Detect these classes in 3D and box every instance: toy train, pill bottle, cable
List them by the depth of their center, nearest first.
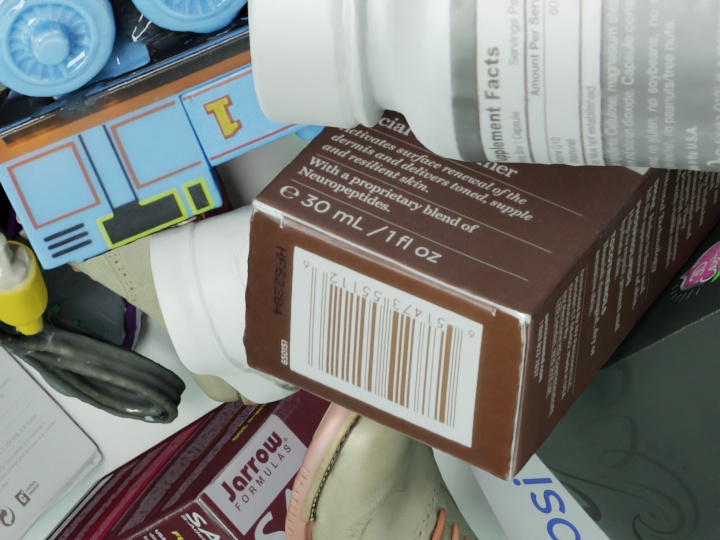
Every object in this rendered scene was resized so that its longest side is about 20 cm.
[{"bbox_3d":[0.071,-0.087,0.860,0.199,0.114,0.114,3,130,8],"label":"pill bottle"},{"bbox_3d":[-0.050,-0.086,0.999,0.199,0.087,0.115,-23,122,1],"label":"toy train"},{"bbox_3d":[-0.144,0.028,1.162,0.097,0.051,0.200,-3,152,20],"label":"cable"}]

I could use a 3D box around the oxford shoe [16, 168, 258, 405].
[{"bbox_3d":[-0.093,-0.022,1.142,0.074,0.071,0.201,-20,122,8],"label":"oxford shoe"}]

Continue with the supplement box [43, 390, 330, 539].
[{"bbox_3d":[-0.074,0.113,1.239,0.061,0.109,0.200,48,140,-8],"label":"supplement box"}]

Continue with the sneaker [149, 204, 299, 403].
[{"bbox_3d":[0.000,0.000,1.078,0.115,0.200,0.074,-17,88,8],"label":"sneaker"}]

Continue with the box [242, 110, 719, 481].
[{"bbox_3d":[0.056,-0.032,0.940,0.100,0.200,0.075,22,133,21],"label":"box"}]

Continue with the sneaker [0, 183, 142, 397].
[{"bbox_3d":[-0.145,-0.014,1.200,0.074,0.088,0.201,18,134,25],"label":"sneaker"}]

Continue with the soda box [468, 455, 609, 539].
[{"bbox_3d":[0.105,0.101,1.117,0.063,0.068,0.201,-7,120,42],"label":"soda box"}]

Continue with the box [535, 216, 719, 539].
[{"bbox_3d":[0.179,0.036,0.959,0.149,0.124,0.200,49,139,-9],"label":"box"}]

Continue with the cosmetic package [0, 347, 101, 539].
[{"bbox_3d":[-0.231,0.052,1.333,0.200,0.081,0.113,50,139,-7],"label":"cosmetic package"}]

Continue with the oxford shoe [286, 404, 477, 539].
[{"bbox_3d":[0.022,0.100,1.093,0.074,0.071,0.200,25,156,20],"label":"oxford shoe"}]
